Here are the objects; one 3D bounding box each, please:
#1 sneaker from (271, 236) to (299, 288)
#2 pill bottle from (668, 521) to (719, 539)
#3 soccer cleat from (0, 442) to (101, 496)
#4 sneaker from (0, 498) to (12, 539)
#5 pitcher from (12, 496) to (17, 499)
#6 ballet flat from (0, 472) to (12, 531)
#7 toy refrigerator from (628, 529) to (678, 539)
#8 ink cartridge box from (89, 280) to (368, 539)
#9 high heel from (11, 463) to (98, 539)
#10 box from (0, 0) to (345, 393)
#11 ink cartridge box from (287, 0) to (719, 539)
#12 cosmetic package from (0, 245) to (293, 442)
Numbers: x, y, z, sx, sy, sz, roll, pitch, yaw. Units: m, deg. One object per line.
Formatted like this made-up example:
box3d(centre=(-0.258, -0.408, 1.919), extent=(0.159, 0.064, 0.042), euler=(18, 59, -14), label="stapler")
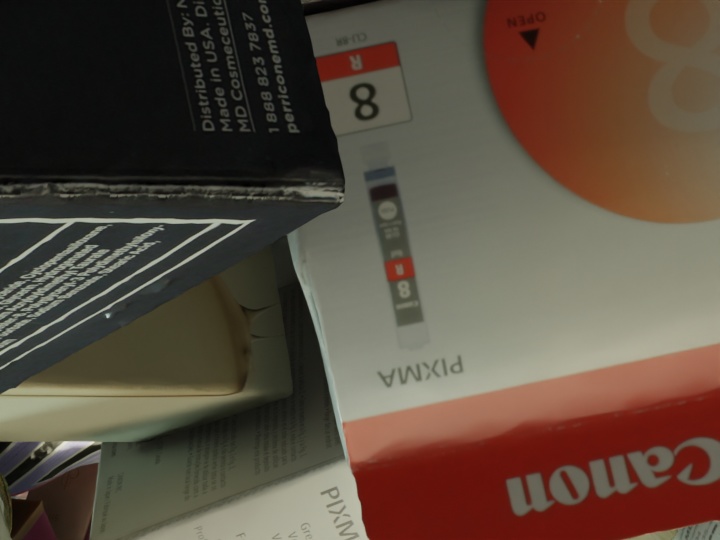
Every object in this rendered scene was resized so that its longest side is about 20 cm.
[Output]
box3d(centre=(0.000, 0.000, 0.958), extent=(0.200, 0.071, 0.073), euler=(-12, 168, 0), label="sneaker")
box3d(centre=(0.150, 0.086, 0.872), extent=(0.114, 0.114, 0.200), euler=(-10, -164, -8), label="pill bottle")
box3d(centre=(-0.095, 0.047, 0.988), extent=(0.200, 0.067, 0.076), euler=(-1, 153, -19), label="soccer cleat")
box3d(centre=(-0.146, 0.060, 0.807), extent=(0.076, 0.200, 0.081), euler=(-31, 175, 31), label="sneaker")
box3d(centre=(-0.199, 0.089, 1.120), extent=(0.171, 0.121, 0.200), euler=(-30, -176, -18), label="pitcher")
box3d(centre=(-0.203, 0.057, 0.854), extent=(0.200, 0.071, 0.071), euler=(32, 146, -25), label="ballet flat")
box3d(centre=(0.038, 0.084, 0.901), extent=(0.076, 0.070, 0.200), euler=(-43, -170, -8), label="toy refrigerator")
box3d(centre=(0.008, 0.042, 0.859), extent=(0.200, 0.050, 0.161), euler=(-19, -159, 6), label="ink cartridge box")
box3d(centre=(-0.098, 0.098, 1.069), extent=(0.067, 0.096, 0.200), euler=(3, -143, 28), label="high heel")
box3d(centre=(-0.147, -0.037, 0.525), extent=(0.198, 0.123, 0.200), euler=(-3, 163, -41), label="box")
box3d(centre=(0.065, 0.008, 0.747), extent=(0.162, 0.200, 0.050), euler=(-12, 162, -1), label="ink cartridge box")
box3d(centre=(-0.114, -0.004, 0.757), extent=(0.073, 0.104, 0.200), euler=(-18, 167, 34), label="cosmetic package")
